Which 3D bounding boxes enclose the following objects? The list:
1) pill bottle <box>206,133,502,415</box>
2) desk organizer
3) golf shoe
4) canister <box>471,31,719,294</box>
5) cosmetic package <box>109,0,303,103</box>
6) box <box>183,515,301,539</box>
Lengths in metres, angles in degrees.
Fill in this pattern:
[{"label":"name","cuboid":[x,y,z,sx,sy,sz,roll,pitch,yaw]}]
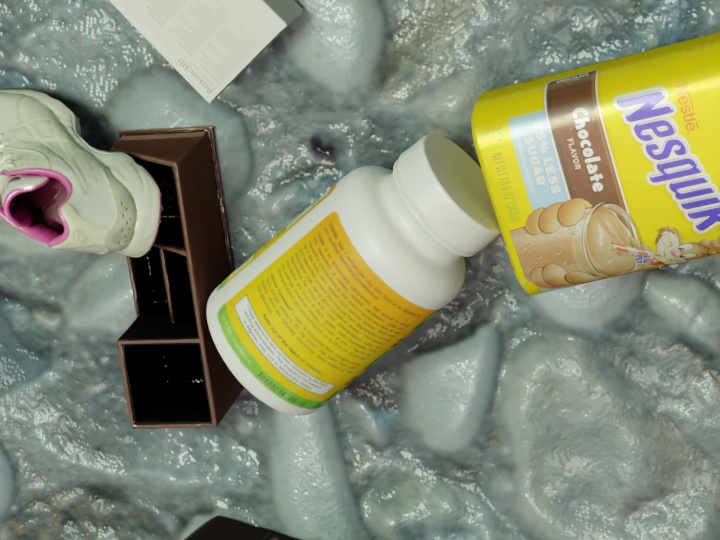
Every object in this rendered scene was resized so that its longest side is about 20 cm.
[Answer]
[{"label":"pill bottle","cuboid":[0.000,0.000,1.521,0.200,0.111,0.111,-40,97,24]},{"label":"desk organizer","cuboid":[-0.134,0.006,1.578,0.071,0.077,0.201,-2,110,15]},{"label":"golf shoe","cuboid":[-0.224,-0.070,1.535,0.200,0.091,0.076,30,118,36]},{"label":"canister","cuboid":[0.187,-0.071,1.460,0.199,0.087,0.149,-13,106,21]},{"label":"cosmetic package","cuboid":[-0.139,-0.215,1.509,0.200,0.051,0.083,46,113,-5]},{"label":"box","cuboid":[-0.050,0.292,1.599,0.199,0.164,0.166,14,97,8]}]
